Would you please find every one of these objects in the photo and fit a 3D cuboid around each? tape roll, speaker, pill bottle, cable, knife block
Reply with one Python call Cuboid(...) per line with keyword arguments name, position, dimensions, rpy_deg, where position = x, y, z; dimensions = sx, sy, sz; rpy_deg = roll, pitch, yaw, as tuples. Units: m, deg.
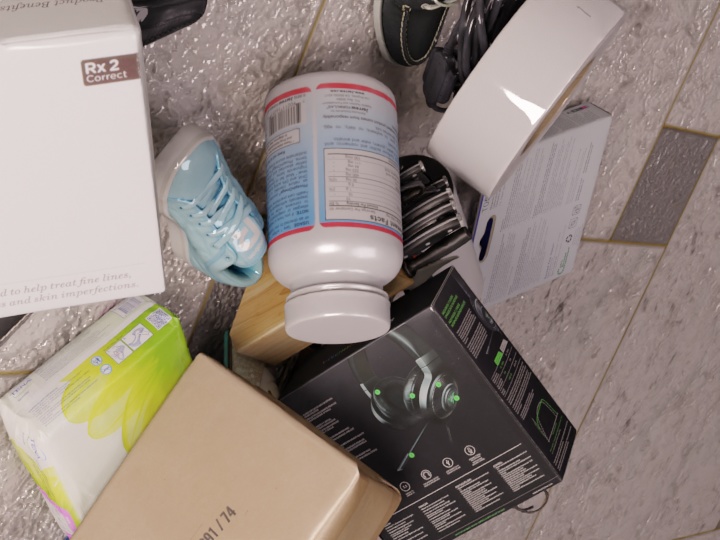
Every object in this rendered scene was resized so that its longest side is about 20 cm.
Cuboid(name="tape roll", position=(0.144, -0.162, 1.364), dimensions=(0.203, 0.071, 0.202), rpy_deg=(-52, 174, -7))
Cuboid(name="speaker", position=(0.063, -0.027, 1.470), dimensions=(0.081, 0.081, 0.200), rpy_deg=(-49, 155, -12))
Cuboid(name="pill bottle", position=(-0.021, -0.048, 1.261), dimensions=(0.109, 0.109, 0.200), rpy_deg=(27, 56, -57))
Cuboid(name="cable", position=(0.124, -0.224, 1.373), dimensions=(0.163, 0.051, 0.200), rpy_deg=(-45, 168, -24))
Cuboid(name="knife block", position=(0.000, 0.000, 1.337), dimensions=(0.064, 0.175, 0.200), rpy_deg=(27, 82, -56))

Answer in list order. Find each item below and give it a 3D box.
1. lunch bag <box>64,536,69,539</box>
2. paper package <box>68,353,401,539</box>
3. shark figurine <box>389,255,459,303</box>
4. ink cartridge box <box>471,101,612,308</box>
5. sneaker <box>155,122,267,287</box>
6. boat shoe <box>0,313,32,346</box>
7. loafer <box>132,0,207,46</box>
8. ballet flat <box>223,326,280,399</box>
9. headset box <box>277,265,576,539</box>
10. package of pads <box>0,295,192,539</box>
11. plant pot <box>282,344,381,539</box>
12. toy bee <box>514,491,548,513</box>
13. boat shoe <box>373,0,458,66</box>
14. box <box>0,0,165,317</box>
Cuboid(name="lunch bag", position=(-0.221, 0.339, 1.392), dimensions=(0.200, 0.132, 0.136), rpy_deg=(-58, 147, 1))
Cuboid(name="paper package", position=(-0.101, 0.200, 1.252), dimensions=(0.200, 0.191, 0.103), rpy_deg=(-55, 152, -4))
Cuboid(name="shark figurine", position=(0.088, 0.076, 1.476), dimensions=(0.128, 0.089, 0.215), rpy_deg=(-73, 153, -72))
Cuboid(name="ink cartridge box", position=(0.165, -0.061, 1.635), dimensions=(0.200, 0.043, 0.197), rpy_deg=(-20, 134, -39))
Cuboid(name="sneaker", position=(-0.106, -0.046, 1.219), dimensions=(0.074, 0.082, 0.200), rpy_deg=(-57, 165, -14))
Cuboid(name="boat shoe", position=(-0.232, -0.010, 1.150), dimensions=(0.200, 0.060, 0.074), rpy_deg=(-51, 145, -8))
Cuboid(name="loafer", position=(-0.193, -0.157, 1.070), dimensions=(0.200, 0.068, 0.070), rpy_deg=(-22, 131, -31))
Cuboid(name="ballet flat", position=(-0.087, 0.147, 1.385), dimensions=(0.067, 0.062, 0.200), rpy_deg=(78, 11, -81))
Cuboid(name="headset box", position=(0.053, 0.119, 1.348), dimensions=(0.174, 0.200, 0.093), rpy_deg=(-34, -170, 25))
Cuboid(name="package of pads", position=(-0.202, 0.133, 1.302), dimensions=(0.154, 0.068, 0.200), rpy_deg=(-41, 144, -25))
Cuboid(name="plant pot", position=(-0.013, 0.165, 1.497), dimensions=(0.187, 0.187, 0.200), rpy_deg=(-10, 110, -48))
Cuboid(name="toy bee", position=(0.086, 0.246, 1.757), dimensions=(0.200, 0.109, 0.131), rpy_deg=(8, 122, -28))
Cuboid(name="boat shoe", position=(0.059, -0.253, 1.318), dimensions=(0.076, 0.060, 0.200), rpy_deg=(-31, 140, -37))
Cuboid(name="box", position=(-0.229, -0.084, 0.956), dimensions=(0.199, 0.131, 0.200), rpy_deg=(-9, 131, -10))
